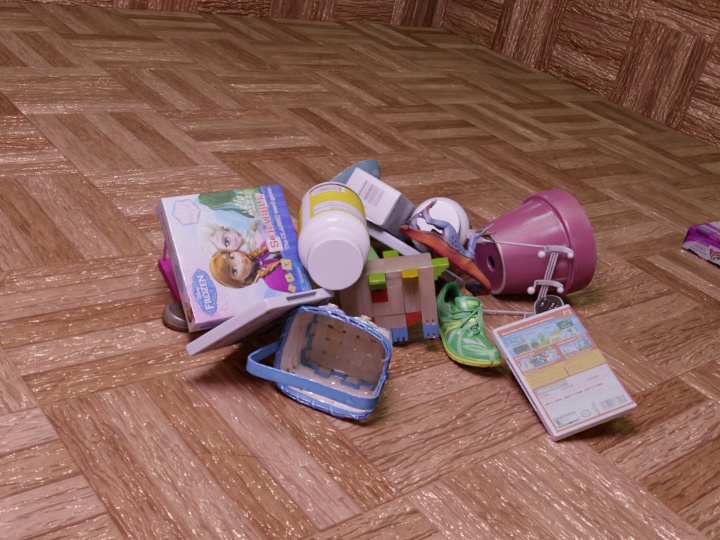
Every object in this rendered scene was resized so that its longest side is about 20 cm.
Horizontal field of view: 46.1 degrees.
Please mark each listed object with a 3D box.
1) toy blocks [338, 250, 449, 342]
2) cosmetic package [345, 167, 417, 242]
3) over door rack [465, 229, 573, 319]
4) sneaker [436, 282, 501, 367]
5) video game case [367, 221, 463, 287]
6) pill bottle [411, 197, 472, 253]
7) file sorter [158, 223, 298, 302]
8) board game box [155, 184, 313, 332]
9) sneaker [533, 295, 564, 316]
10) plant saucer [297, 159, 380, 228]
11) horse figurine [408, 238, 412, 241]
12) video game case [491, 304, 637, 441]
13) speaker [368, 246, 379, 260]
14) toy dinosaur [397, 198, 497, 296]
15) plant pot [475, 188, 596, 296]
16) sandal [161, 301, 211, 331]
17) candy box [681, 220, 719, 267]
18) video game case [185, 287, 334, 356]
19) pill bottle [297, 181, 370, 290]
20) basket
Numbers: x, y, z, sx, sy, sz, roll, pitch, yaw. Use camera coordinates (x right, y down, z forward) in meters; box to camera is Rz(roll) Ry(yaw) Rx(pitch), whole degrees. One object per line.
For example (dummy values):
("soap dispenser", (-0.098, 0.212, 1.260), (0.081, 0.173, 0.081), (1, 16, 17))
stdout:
("toy blocks", (0.045, 0.053, 1.344), (0.197, 0.138, 0.100), (-6, 26, 2))
("cosmetic package", (0.038, -0.117, 1.557), (0.101, 0.075, 0.200), (32, 1, 17))
("over door rack", (0.269, 0.021, 1.494), (0.197, 0.149, 0.067), (9, 21, -10))
("sneaker", (0.168, 0.088, 1.384), (0.073, 0.084, 0.200), (1, 30, -24))
("video game case", (0.082, -0.036, 1.550), (0.199, 0.022, 0.182), (33, 3, 24))
("pill bottle", (0.152, -0.074, 1.582), (0.111, 0.113, 0.200), (19, 0, 11))
("file sorter", (-0.213, -0.033, 1.390), (0.198, 0.127, 0.139), (-2, 30, -28))
("board game box", (-0.187, -0.024, 1.278), (0.198, 0.041, 0.202), (-11, 73, -30))
("sneaker", (0.312, 0.140, 1.374), (0.072, 0.085, 0.201), (0, 45, 18))
("plant saucer", (-0.034, -0.131, 1.612), (0.027, 0.201, 0.199), (49, 38, 15))
("horse figurine", (0.116, -0.088, 1.735), (0.198, 0.050, 0.133), (23, 40, 6))
("video game case", (0.307, 0.151, 1.290), (0.141, 0.018, 0.201), (-16, 53, -14))
("speaker", (0.000, 0.000, 1.474), (0.087, 0.089, 0.200), (2, 29, -21))
("toy dinosaur", (0.143, -0.018, 1.391), (0.182, 0.105, 0.200), (53, 42, -1))
("plant pot", (0.317, -0.039, 1.604), (0.177, 0.202, 0.200), (-14, 34, -18))
("sandal", (-0.206, 0.052, 1.304), (0.198, 0.055, 0.080), (-2, 28, -27))
("candy box", (0.896, -0.063, 2.054), (0.198, 0.062, 0.136), (-9, 34, -37))
("video game case", (-0.135, 0.069, 1.183), (0.018, 0.142, 0.200), (63, 22, 8))
("pill bottle", (-0.042, -0.052, 1.294), (0.110, 0.112, 0.201), (10, 25, -8))
("basket", (-0.045, 0.125, 1.145), (0.174, 0.141, 0.200), (18, 18, 9))
